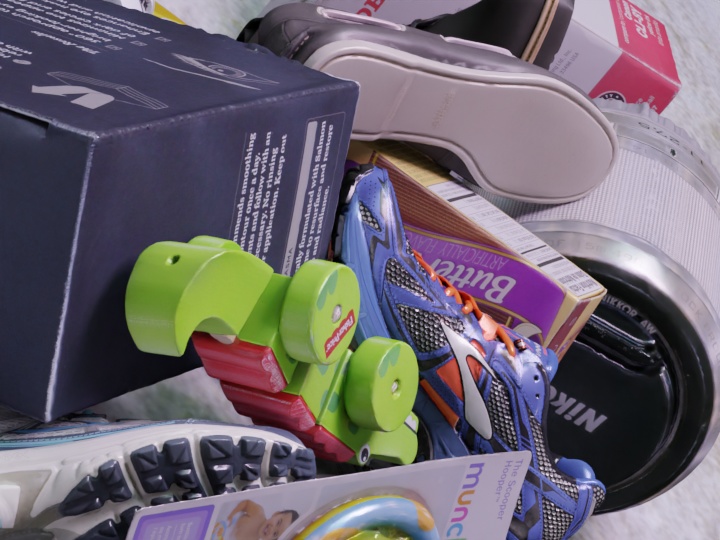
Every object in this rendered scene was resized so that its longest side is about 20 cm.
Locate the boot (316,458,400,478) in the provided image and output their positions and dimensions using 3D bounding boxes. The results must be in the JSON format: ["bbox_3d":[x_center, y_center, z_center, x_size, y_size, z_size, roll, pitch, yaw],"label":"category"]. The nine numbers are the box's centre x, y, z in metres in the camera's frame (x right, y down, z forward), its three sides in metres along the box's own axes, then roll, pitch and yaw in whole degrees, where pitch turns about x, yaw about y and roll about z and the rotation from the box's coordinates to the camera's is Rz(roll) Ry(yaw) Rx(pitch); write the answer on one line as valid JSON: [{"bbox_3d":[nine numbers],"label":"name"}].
[{"bbox_3d":[-0.029,0.119,1.127,0.200,0.068,0.131,25,27,-43],"label":"boot"}]

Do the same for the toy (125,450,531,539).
[{"bbox_3d":[-0.012,0.137,1.012,0.200,0.115,0.047,-2,31,-38],"label":"toy"}]

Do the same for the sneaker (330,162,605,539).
[{"bbox_3d":[0.044,0.040,1.148,0.075,0.078,0.200,-106,170,-75],"label":"sneaker"}]

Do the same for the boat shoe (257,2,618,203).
[{"bbox_3d":[0.038,-0.083,1.207,0.200,0.067,0.057,14,29,-40],"label":"boat shoe"}]

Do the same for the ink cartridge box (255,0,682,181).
[{"bbox_3d":[0.056,-0.121,1.473,0.200,0.145,0.083,30,29,-20],"label":"ink cartridge box"}]

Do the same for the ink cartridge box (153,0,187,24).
[{"bbox_3d":[-0.175,-0.114,1.283,0.198,0.047,0.200,37,26,-8],"label":"ink cartridge box"}]

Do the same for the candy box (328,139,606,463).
[{"bbox_3d":[0.000,0.000,1.223,0.200,0.117,0.056,37,16,13],"label":"candy box"}]

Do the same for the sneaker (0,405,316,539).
[{"bbox_3d":[-0.116,0.075,0.994,0.200,0.078,0.086,-6,37,-19],"label":"sneaker"}]

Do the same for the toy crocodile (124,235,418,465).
[{"bbox_3d":[-0.029,0.038,1.023,0.067,0.062,0.200,12,-19,25],"label":"toy crocodile"}]

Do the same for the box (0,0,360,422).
[{"bbox_3d":[-0.139,-0.040,1.063,0.196,0.118,0.200,19,18,26],"label":"box"}]

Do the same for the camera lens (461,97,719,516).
[{"bbox_3d":[0.112,0.017,1.333,0.160,0.160,0.200,37,28,-9],"label":"camera lens"}]

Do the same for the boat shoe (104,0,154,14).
[{"bbox_3d":[-0.130,-0.128,1.240,0.068,0.072,0.200,19,23,-39],"label":"boat shoe"}]

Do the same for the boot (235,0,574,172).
[{"bbox_3d":[0.010,-0.113,1.361,0.138,0.200,0.078,29,42,-14],"label":"boot"}]
